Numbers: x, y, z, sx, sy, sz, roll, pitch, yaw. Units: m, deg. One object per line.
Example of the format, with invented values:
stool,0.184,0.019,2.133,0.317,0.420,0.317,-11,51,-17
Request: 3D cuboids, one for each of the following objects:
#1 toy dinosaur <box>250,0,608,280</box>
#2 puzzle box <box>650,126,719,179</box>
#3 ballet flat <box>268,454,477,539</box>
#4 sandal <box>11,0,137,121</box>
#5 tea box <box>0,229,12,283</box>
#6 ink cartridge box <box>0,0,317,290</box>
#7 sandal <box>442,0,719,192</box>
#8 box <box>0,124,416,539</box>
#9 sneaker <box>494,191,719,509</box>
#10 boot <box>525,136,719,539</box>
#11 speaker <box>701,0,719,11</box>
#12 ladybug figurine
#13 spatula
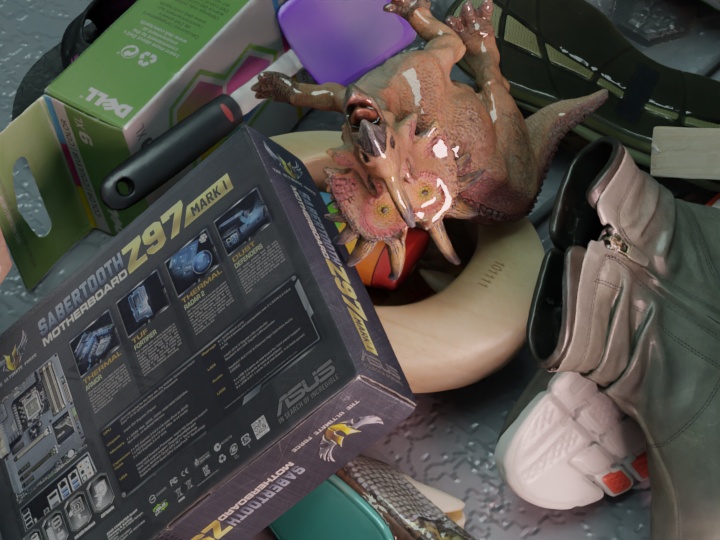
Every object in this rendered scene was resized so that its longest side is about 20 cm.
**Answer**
toy dinosaur,0.040,-0.053,0.914,0.200,0.086,0.136,8,45,-40
puzzle box,0.246,-0.050,0.911,0.133,0.026,0.200,-1,5,-35
ballet flat,0.033,0.135,0.884,0.072,0.072,0.200,-38,55,-20
sandal,-0.126,-0.140,1.134,0.075,0.048,0.200,29,60,28
tea box,-0.293,0.005,0.887,0.196,0.134,0.200,13,52,15
ink cartridge box,-0.102,-0.078,1.044,0.059,0.104,0.200,26,60,28
sandal,0.127,-0.084,1.047,0.201,0.057,0.080,32,55,13
box,-0.086,0.054,0.911,0.200,0.051,0.158,-39,51,16
sneaker,0.124,0.035,0.953,0.200,0.077,0.082,-43,30,-24
boot,0.119,0.053,0.860,0.068,0.130,0.201,-14,62,52
speaker,0.206,-0.185,1.093,0.088,0.089,0.200,-38,55,-21
ladybug figurine,0.000,0.000,0.984,0.200,0.072,0.136,25,58,26
spatula,-0.055,-0.090,1.011,0.200,0.057,0.021,-39,10,-28
